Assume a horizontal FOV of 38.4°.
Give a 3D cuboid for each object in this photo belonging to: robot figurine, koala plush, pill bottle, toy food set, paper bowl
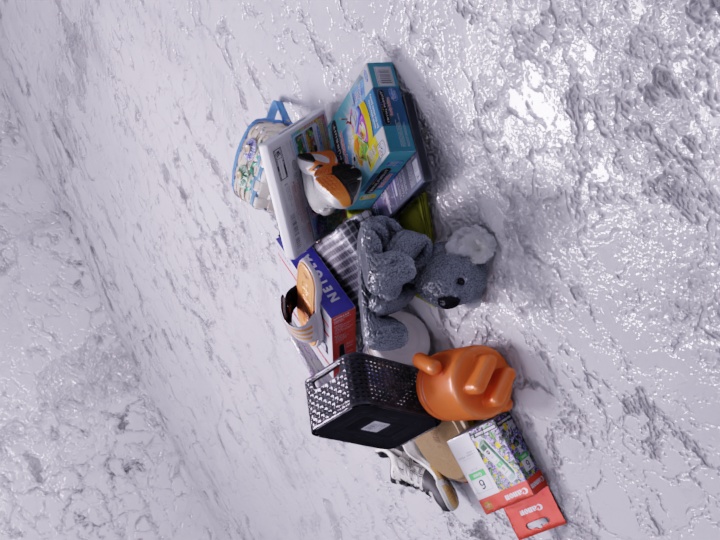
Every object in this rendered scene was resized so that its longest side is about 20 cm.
[{"bbox_3d":[0.160,0.178,1.627,0.200,0.143,0.117,-22,76,63],"label":"robot figurine"},{"bbox_3d":[0.099,0.002,1.533,0.184,0.198,0.178,-98,8,-47],"label":"koala plush"},{"bbox_3d":[0.046,0.164,1.824,0.111,0.111,0.200,55,151,20],"label":"pill bottle"},{"bbox_3d":[0.148,0.281,1.808,0.199,0.048,0.200,61,152,8],"label":"toy food set"},{"bbox_3d":[-0.063,0.140,1.963,0.202,0.104,0.201,62,180,0],"label":"paper bowl"}]

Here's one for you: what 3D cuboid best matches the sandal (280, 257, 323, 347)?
[{"bbox_3d":[-0.103,0.056,1.683,0.079,0.059,0.207,53,158,32],"label":"sandal"}]

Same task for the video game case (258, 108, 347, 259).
[{"bbox_3d":[-0.092,-0.147,1.725,0.024,0.182,0.201,2,117,31],"label":"video game case"}]

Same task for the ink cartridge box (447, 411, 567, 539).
[{"bbox_3d":[0.234,0.338,1.657,0.109,0.050,0.201,-33,81,39],"label":"ink cartridge box"}]

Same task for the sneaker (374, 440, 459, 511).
[{"bbox_3d":[0.103,0.379,1.906,0.200,0.088,0.076,50,178,36],"label":"sneaker"}]

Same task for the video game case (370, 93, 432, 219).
[{"bbox_3d":[0.051,-0.164,1.608,0.200,0.019,0.144,135,125,-63],"label":"video game case"}]

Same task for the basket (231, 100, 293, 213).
[{"bbox_3d":[-0.157,-0.199,1.853,0.200,0.138,0.177,-119,45,-63],"label":"basket"}]

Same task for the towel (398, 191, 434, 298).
[{"bbox_3d":[0.089,-0.042,1.666,0.086,0.018,0.201,26,133,51],"label":"towel"}]

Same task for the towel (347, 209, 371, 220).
[{"bbox_3d":[-0.010,-0.114,1.803,0.086,0.018,0.201,2,113,60],"label":"towel"}]

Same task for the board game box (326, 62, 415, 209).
[{"bbox_3d":[0.012,-0.205,1.609,0.200,0.047,0.152,132,129,-60],"label":"board game box"}]

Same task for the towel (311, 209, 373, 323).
[{"bbox_3d":[0.000,0.000,1.710,0.166,0.085,0.200,55,160,-2],"label":"towel"}]

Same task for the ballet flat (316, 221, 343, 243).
[{"bbox_3d":[-0.052,-0.060,1.867,0.067,0.068,0.201,71,177,-75],"label":"ballet flat"}]

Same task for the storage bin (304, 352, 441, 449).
[{"bbox_3d":[0.021,0.219,1.707,0.135,0.199,0.094,-35,53,36],"label":"storage bin"}]

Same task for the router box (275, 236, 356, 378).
[{"bbox_3d":[-0.077,0.059,1.787,0.200,0.049,0.180,54,158,32],"label":"router box"}]

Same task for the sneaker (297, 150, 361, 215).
[{"bbox_3d":[-0.044,-0.122,1.626,0.200,0.075,0.093,-126,29,-62],"label":"sneaker"}]

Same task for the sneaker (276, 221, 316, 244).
[{"bbox_3d":[-0.088,-0.034,1.942,0.202,0.077,0.147,34,142,48],"label":"sneaker"}]
